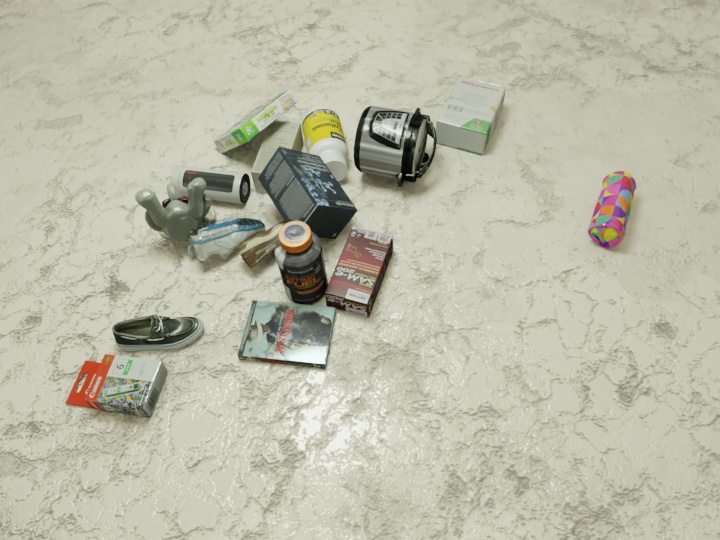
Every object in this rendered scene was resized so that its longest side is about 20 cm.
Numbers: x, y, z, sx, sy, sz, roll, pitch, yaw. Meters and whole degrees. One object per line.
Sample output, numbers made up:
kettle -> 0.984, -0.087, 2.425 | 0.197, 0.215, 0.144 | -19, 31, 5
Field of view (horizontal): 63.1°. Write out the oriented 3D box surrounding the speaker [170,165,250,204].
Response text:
speaker -> -0.396, -0.227, 1.546 | 0.197, 0.082, 0.082 | 8, 55, 9

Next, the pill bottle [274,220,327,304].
pill bottle -> -0.133, -0.020, 1.307 | 0.104, 0.201, 0.108 | -2, 54, 3

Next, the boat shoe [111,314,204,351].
boat shoe -> -0.451, 0.134, 1.299 | 0.197, 0.071, 0.073 | -11, 54, -5

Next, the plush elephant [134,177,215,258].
plush elephant -> -0.449, -0.147, 1.456 | 0.163, 0.202, 0.155 | -21, 33, -13

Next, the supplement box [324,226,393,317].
supplement box -> 0.000, 0.000, 1.370 | 0.107, 0.061, 0.202 | 13, 58, 12

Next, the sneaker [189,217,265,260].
sneaker -> -0.324, -0.075, 1.445 | 0.198, 0.088, 0.075 | -18, 28, -35

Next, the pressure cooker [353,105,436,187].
pressure cooker -> 0.097, -0.327, 1.515 | 0.197, 0.178, 0.179 | 14, 31, 12

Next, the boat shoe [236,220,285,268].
boat shoe -> -0.206, -0.069, 1.439 | 0.201, 0.074, 0.076 | -32, 97, -28

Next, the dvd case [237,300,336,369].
dvd case -> -0.162, 0.140, 1.307 | 0.196, 0.022, 0.148 | 5, 55, 8

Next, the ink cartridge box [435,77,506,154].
ink cartridge box -> 0.308, -0.435, 1.639 | 0.143, 0.088, 0.202 | 18, 60, 15

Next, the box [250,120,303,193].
box -> -0.222, -0.309, 1.591 | 0.093, 0.078, 0.202 | 7, 56, 10

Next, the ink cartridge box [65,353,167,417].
ink cartridge box -> -0.524, 0.239, 1.244 | 0.196, 0.051, 0.110 | 6, 55, 7

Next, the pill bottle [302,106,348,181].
pill bottle -> -0.092, -0.336, 1.581 | 0.109, 0.112, 0.202 | -12, 56, -4

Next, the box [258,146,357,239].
box -> -0.129, -0.186, 1.427 | 0.147, 0.107, 0.201 | 0, 49, -52

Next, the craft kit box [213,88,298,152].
craft kit box -> -0.292, -0.411, 1.622 | 0.198, 0.049, 0.199 | -50, 26, -24

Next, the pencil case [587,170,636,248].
pencil case -> 0.611, -0.150, 1.423 | 0.087, 0.089, 0.201 | 20, 56, 17
